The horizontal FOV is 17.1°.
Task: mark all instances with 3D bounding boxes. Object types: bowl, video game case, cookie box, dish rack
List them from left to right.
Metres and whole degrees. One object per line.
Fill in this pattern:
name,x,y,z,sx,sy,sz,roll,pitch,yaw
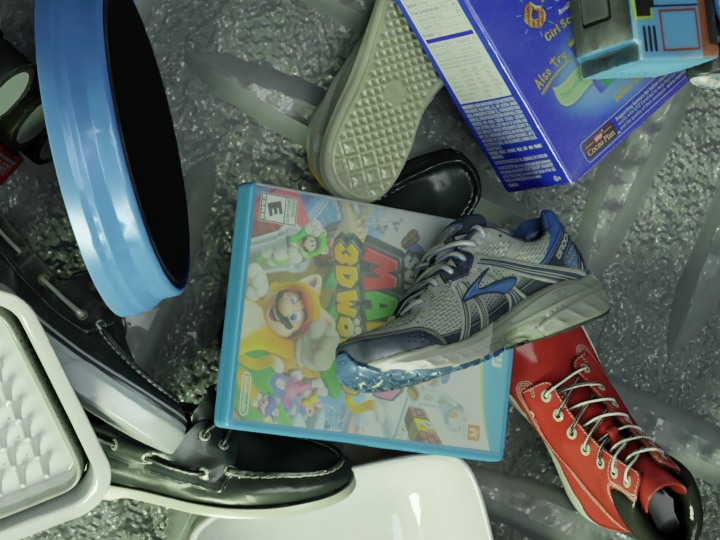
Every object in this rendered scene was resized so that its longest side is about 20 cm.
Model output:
dish rack,-0.254,0.092,1.334,0.199,0.044,0.172,-20,125,1
bowl,-0.138,-0.075,1.360,0.039,0.201,0.202,-12,101,5
bowl,-0.014,0.217,1.500,0.199,0.075,0.201,-14,100,-16
video game case,0.009,0.033,1.435,0.199,0.018,0.144,10,82,-32
cookie box,0.114,-0.178,1.468,0.171,0.075,0.201,-40,108,-29

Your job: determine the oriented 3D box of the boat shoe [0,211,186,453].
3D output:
boat shoe,-0.171,0.027,1.392,0.200,0.072,0.071,37,80,15

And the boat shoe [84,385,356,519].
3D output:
boat shoe,-0.101,0.100,1.428,0.198,0.075,0.067,7,114,13

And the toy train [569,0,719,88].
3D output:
toy train,0.179,-0.207,1.421,0.114,0.087,0.202,-5,87,-29

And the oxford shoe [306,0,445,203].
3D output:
oxford shoe,0.022,-0.128,1.482,0.075,0.058,0.201,34,71,-20

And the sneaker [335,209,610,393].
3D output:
sneaker,0.056,0.015,1.422,0.199,0.077,0.086,-19,88,-39

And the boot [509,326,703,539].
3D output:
boot,0.144,0.085,1.497,0.072,0.144,0.201,-34,104,-9

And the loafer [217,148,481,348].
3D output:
loafer,0.000,0.000,1.479,0.200,0.070,0.068,-40,106,-9

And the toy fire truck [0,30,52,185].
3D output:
toy fire truck,-0.278,-0.069,1.341,0.129,0.176,0.200,41,89,10
